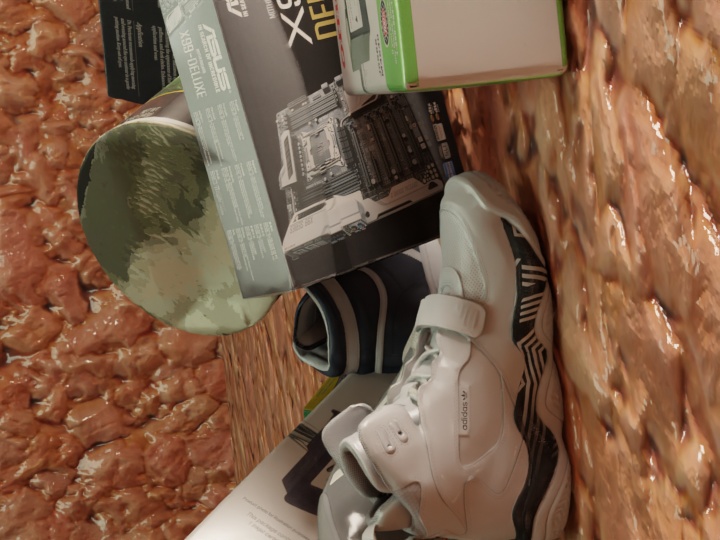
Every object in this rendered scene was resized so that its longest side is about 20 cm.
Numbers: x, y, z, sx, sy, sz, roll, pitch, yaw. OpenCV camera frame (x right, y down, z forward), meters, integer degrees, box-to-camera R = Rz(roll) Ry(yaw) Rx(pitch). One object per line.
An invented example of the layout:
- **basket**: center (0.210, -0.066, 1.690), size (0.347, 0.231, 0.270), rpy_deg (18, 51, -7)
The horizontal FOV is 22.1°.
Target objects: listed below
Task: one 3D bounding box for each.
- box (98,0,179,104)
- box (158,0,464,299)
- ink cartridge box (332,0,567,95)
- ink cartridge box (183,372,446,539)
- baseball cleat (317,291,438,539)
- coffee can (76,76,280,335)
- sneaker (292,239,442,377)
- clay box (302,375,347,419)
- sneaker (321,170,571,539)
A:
- **box**: center (-0.084, -0.202, 1.299), size (0.200, 0.181, 0.104), rpy_deg (97, -171, -56)
- **box**: center (-0.024, -0.101, 1.057), size (0.050, 0.157, 0.201), rpy_deg (-10, 97, 46)
- **ink cartridge box**: center (0.036, -0.165, 0.941), size (0.200, 0.084, 0.146), rpy_deg (-156, 59, -80)
- **ink cartridge box**: center (-0.020, 0.174, 1.188), size (0.084, 0.200, 0.145), rpy_deg (29, 142, 24)
- **baseball cleat**: center (0.028, 0.082, 1.030), size (0.200, 0.069, 0.107), rpy_deg (-64, -13, -45)
- **coffee can**: center (-0.064, -0.072, 1.169), size (0.200, 0.146, 0.147), rpy_deg (-48, -35, -48)
- **sneaker**: center (0.000, 0.000, 1.225), size (0.200, 0.108, 0.070), rpy_deg (-109, 15, -53)
- **clay box**: center (0.002, 0.139, 1.363), size (0.115, 0.047, 0.201), rpy_deg (-49, -39, -56)
- **sneaker**: center (0.040, 0.051, 0.961), size (0.075, 0.114, 0.201), rpy_deg (164, 98, -70)
